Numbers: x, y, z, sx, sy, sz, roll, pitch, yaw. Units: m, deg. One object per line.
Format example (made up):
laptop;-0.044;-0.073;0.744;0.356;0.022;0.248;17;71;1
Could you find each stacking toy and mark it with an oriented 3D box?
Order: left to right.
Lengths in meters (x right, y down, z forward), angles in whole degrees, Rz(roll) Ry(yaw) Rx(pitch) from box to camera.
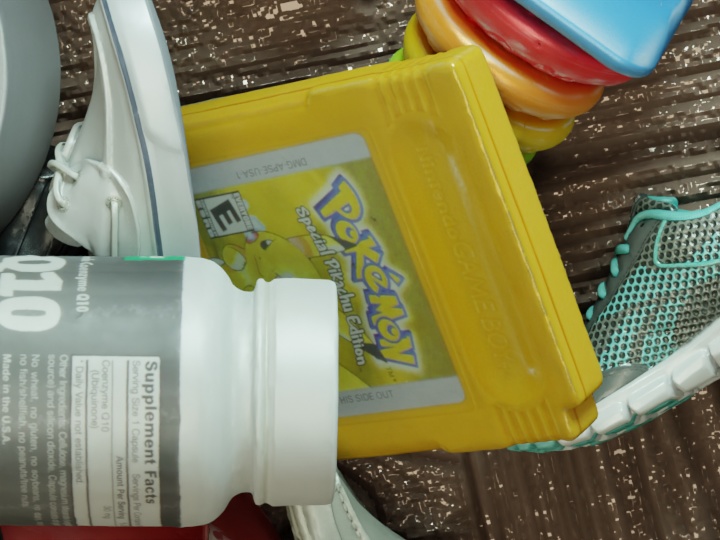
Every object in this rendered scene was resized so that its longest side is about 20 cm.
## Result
stacking toy;0.047;-0.073;1.217;0.110;0.116;0.200;36;121;0

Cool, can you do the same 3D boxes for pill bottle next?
pill bottle;-0.110;0.050;1.152;0.199;0.113;0.113;1;107;-3

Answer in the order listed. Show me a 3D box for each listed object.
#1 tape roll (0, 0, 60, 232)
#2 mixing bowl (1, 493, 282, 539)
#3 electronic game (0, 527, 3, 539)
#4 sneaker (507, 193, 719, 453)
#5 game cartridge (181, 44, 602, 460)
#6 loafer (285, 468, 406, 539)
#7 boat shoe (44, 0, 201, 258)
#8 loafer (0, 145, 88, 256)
tape roll;-0.236;-0.086;1.218;0.200;0.066;0.201;1;95;14
mixing bowl;-0.093;0.174;1.264;0.108;0.200;0.200;27;110;-33
electronic game;-0.219;0.135;1.268;0.042;0.200;0.201;-10;106;-39
sneaker;0.138;0.012;1.248;0.200;0.078;0.091;-31;81;14
game cartridge;0.000;0.000;1.216;0.200;0.032;0.177;-8;109;43
loafer;0.026;0.155;1.284;0.070;0.070;0.200;-27;123;6
boat shoe;-0.106;-0.030;1.200;0.065;0.074;0.200;-8;115;-5
loafer;-0.158;0.041;1.275;0.070;0.068;0.201;17;104;8
